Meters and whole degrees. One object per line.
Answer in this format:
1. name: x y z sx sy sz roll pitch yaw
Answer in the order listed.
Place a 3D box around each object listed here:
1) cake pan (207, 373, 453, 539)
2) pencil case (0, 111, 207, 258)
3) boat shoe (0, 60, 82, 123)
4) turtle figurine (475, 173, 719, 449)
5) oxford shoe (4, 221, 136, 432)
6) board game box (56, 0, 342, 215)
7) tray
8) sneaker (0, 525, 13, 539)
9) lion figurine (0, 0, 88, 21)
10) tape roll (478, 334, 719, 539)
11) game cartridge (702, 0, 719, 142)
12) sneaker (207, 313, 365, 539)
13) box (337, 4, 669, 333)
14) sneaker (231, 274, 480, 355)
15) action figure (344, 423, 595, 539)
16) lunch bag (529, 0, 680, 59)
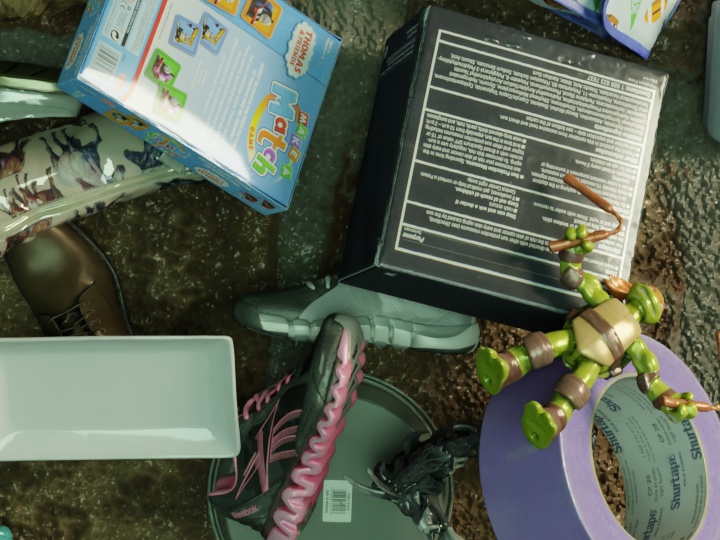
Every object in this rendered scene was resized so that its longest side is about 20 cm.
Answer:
1. cake pan: -0.023 0.180 1.800 0.198 0.037 0.202 -1 98 -4
2. pencil case: -0.209 -0.073 1.703 0.199 0.089 0.078 -22 121 -16
3. boat shoe: -0.306 -0.124 1.724 0.198 0.075 0.069 3 102 4
4. turtle figurine: 0.158 0.044 1.607 0.161 0.064 0.201 -32 86 -25
5. oxford shoe: -0.215 0.035 1.744 0.072 0.084 0.201 -31 97 3
6. board game box: -0.115 -0.154 1.679 0.199 0.036 0.152 31 64 -30
7. tray: -0.191 0.092 1.705 0.198 0.022 0.108 -1 117 3
8. sneaker: -0.367 0.228 1.776 0.198 0.078 0.080 6 78 -10
9. lion figurine: -0.193 -0.225 1.716 0.198 0.073 0.123 18 104 -10
10. tape roll: 0.186 0.152 1.691 0.085 0.200 0.201 -21 102 42
11. game cartridge: 0.366 -0.159 1.754 0.198 0.041 0.134 -8 128 -7
12. sneaker: -0.061 0.116 1.725 0.095 0.079 0.201 24 110 9
13. box: 0.105 -0.068 1.699 0.198 0.123 0.200 15 79 -13
14. sneaker: 0.000 0.000 1.766 0.198 0.075 0.117 5 93 -15
15. action figure: 0.089 0.162 1.735 0.199 0.119 0.103 -15 78 -32
16. lunch bag: 0.179 -0.275 1.713 0.199 0.124 0.171 27 95 -24
